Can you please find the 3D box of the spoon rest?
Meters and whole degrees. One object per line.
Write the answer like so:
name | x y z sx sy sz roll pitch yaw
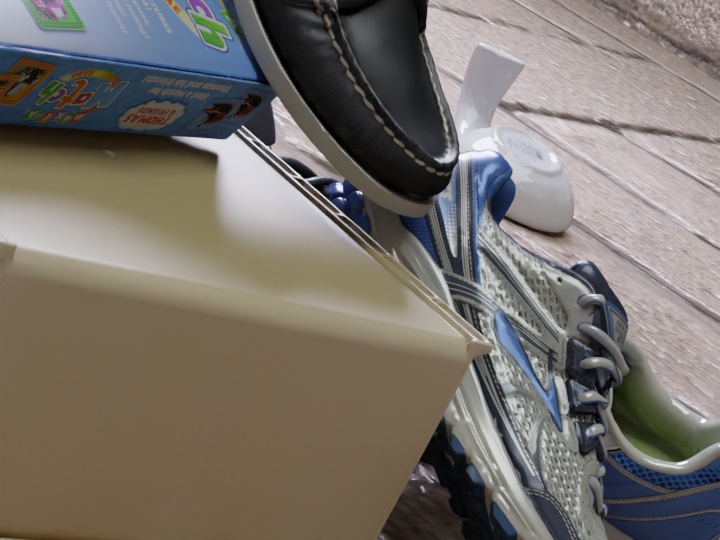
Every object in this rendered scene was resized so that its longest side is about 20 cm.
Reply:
spoon rest | 0.096 -0.084 1.319 0.099 0.061 0.200 23 29 -16

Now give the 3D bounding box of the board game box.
board game box | -0.119 -0.111 0.585 0.151 0.037 0.200 56 23 15

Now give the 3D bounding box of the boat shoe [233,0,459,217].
boat shoe | -0.007 -0.113 0.669 0.074 0.060 0.200 18 43 -52

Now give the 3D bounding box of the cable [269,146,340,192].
cable | 0.000 0.000 0.857 0.163 0.051 0.200 28 14 -1

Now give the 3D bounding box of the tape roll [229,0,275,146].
tape roll | -0.093 -0.141 0.811 0.066 0.200 0.200 -17 24 -4

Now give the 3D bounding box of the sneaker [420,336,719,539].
sneaker | 0.062 0.041 0.733 0.200 0.077 0.076 31 37 -1

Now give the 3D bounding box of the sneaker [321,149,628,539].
sneaker | 0.059 0.038 0.655 0.077 0.085 0.200 82 -17 -66

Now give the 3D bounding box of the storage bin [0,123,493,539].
storage bin | -0.098 0.000 0.603 0.200 0.094 0.199 13 21 -45
